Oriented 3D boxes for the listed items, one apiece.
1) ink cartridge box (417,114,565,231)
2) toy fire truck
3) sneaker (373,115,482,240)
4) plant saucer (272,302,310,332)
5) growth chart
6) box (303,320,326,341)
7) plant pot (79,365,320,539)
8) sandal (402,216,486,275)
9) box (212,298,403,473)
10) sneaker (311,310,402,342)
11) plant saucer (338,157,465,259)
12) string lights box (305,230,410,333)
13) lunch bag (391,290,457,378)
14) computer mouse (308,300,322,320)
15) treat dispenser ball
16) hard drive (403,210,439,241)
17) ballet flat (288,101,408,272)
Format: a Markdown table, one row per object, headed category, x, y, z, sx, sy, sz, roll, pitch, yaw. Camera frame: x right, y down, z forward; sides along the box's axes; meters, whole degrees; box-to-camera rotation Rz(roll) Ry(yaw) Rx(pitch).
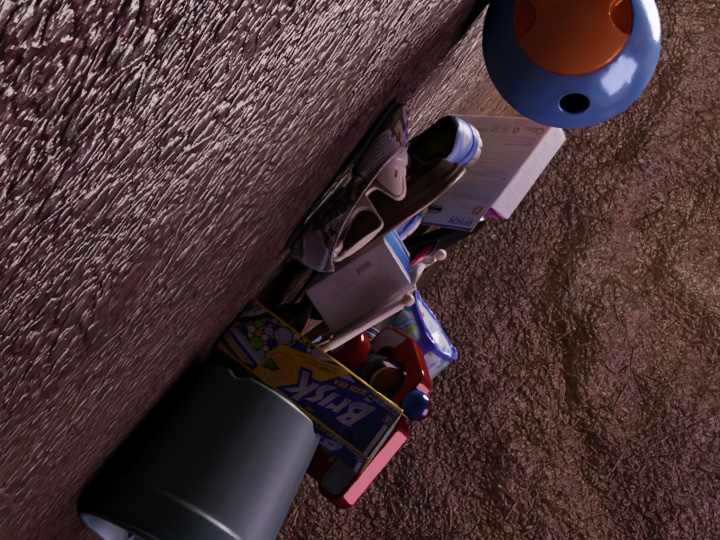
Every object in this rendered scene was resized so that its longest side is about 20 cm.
| category | x | y | z | sx | sy | sz | roll | pitch | yaw |
| --- | --- | --- | --- | --- | --- | --- | --- | --- | --- |
| ink cartridge box | 0.131 | -0.116 | 1.844 | 0.196 | 0.043 | 0.200 | 10 | -125 | 48 |
| toy fire truck | 0.004 | 0.161 | 1.642 | 0.200 | 0.112 | 0.168 | -48 | -145 | -9 |
| sneaker | 0.056 | -0.113 | 1.760 | 0.200 | 0.079 | 0.089 | -48 | 152 | 2 |
| plant saucer | -0.127 | 0.115 | 1.699 | 0.200 | 0.029 | 0.200 | -53 | 175 | -7 |
| growth chart | 0.018 | 0.036 | 1.635 | 0.144 | 0.018 | 0.200 | -30 | -173 | 19 |
| box | -0.055 | 0.089 | 1.922 | 0.200 | 0.021 | 0.163 | -35 | 175 | 7 |
| plant pot | -0.150 | 0.216 | 1.485 | 0.197 | 0.199 | 0.200 | -60 | 177 | -20 |
| sandal | 0.070 | -0.014 | 1.827 | 0.199 | 0.045 | 0.075 | -23 | 170 | -1 |
| box | -0.057 | 0.123 | 1.540 | 0.070 | 0.200 | 0.064 | -51 | 173 | -23 |
| sneaker | -0.007 | 0.097 | 1.781 | 0.200 | 0.078 | 0.070 | -36 | 175 | -30 |
| plant saucer | 0.028 | -0.069 | 1.629 | 0.199 | 0.030 | 0.200 | -33 | -173 | 4 |
| string lights box | 0.000 | 0.000 | 1.649 | 0.102 | 0.059 | 0.200 | -32 | -172 | 7 |
| lunch bag | 0.027 | 0.118 | 1.884 | 0.170 | 0.128 | 0.200 | -34 | -175 | 8 |
| computer mouse | -0.025 | 0.016 | 1.919 | 0.110 | 0.044 | 0.200 | -49 | 173 | -26 |
| treat dispenser ball | 0.236 | -0.261 | 1.637 | 0.201 | 0.200 | 0.201 | -53 | 174 | -8 |
| hard drive | 0.077 | -0.083 | 1.995 | 0.135 | 0.042 | 0.200 | -51 | -173 | -25 |
| ballet flat | 0.007 | -0.080 | 1.525 | 0.201 | 0.072 | 0.072 | -54 | 174 | -4 |
